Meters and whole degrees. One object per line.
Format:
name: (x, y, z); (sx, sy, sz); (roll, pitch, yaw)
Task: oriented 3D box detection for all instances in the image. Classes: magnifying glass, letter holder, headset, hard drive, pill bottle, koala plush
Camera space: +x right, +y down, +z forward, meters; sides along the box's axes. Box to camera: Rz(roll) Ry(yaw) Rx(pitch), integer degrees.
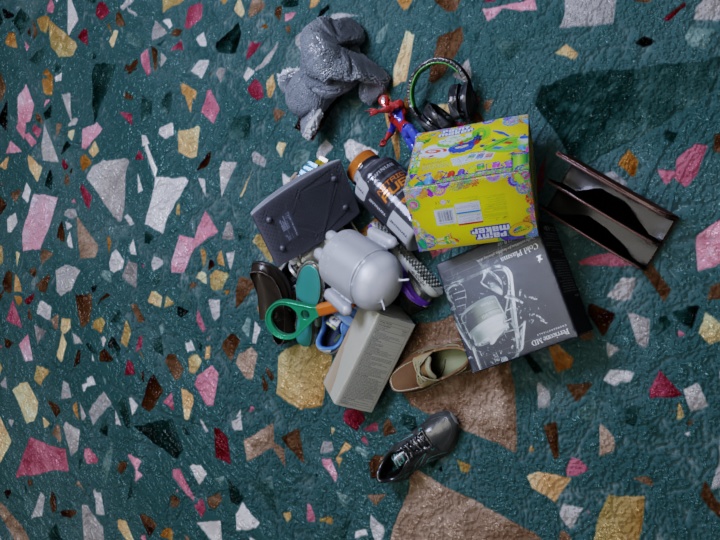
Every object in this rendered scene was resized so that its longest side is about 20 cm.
magnifying glass: (-0.099, 0.082, 1.435); (0.196, 0.022, 0.081); (-16, 102, 25)
letter holder: (0.387, -0.096, 1.178); (0.199, 0.141, 0.102); (36, 107, 25)
headset: (0.159, -0.289, 1.340); (0.122, 0.094, 0.202); (-31, 91, 27)
hard drive: (-0.105, -0.113, 1.390); (0.198, 0.137, 0.042); (-34, 35, -14)
pill bottle: (0.060, -0.140, 1.392); (0.200, 0.106, 0.107); (46, 111, 22)
koala plush: (-0.082, -0.376, 1.451); (0.199, 0.182, 0.180); (-39, 71, 37)

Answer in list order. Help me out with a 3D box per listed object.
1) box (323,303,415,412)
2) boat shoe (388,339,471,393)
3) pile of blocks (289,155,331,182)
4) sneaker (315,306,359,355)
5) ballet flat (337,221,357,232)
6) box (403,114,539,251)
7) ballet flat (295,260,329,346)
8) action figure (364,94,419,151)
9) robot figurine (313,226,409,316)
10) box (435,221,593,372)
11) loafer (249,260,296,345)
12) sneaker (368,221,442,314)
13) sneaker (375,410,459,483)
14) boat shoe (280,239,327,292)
box: (0.015, 0.161, 1.416); (0.203, 0.094, 0.078); (-63, 30, 13)
boat shoe: (0.134, 0.176, 1.368); (0.198, 0.073, 0.077); (-28, 76, 27)
pile of blocks: (-0.099, -0.159, 1.456); (0.061, 0.201, 0.083); (24, 147, 15)
sneaker: (-0.025, 0.084, 1.458); (0.073, 0.082, 0.203); (33, 105, 28)
ballet flat: (-0.055, -0.091, 1.497); (0.063, 0.069, 0.200); (-44, 69, -7)
box: (0.188, -0.147, 1.215); (0.195, 0.194, 0.124); (-7, 125, 18)
ballet flat: (-0.094, 0.058, 1.480); (0.074, 0.074, 0.203); (31, 128, 26)
action figure: (0.074, -0.249, 1.389); (0.202, 0.098, 0.066); (58, 156, 19)
robot figurine: (0.000, 0.000, 1.354); (0.199, 0.113, 0.172); (32, 90, 38)
box: (0.263, 0.046, 1.265); (0.197, 0.123, 0.201); (-24, 80, 28)
loafer: (-0.175, 0.071, 1.497); (0.072, 0.072, 0.203); (0, 127, 33)
sneaker: (0.062, 0.000, 1.413); (0.100, 0.069, 0.201); (-47, 68, 24)
sneaker: (0.106, 0.341, 1.384); (0.200, 0.079, 0.076); (-47, 69, 21)
boat shoe: (-0.114, -0.008, 1.488); (0.074, 0.065, 0.200); (51, 133, 12)
